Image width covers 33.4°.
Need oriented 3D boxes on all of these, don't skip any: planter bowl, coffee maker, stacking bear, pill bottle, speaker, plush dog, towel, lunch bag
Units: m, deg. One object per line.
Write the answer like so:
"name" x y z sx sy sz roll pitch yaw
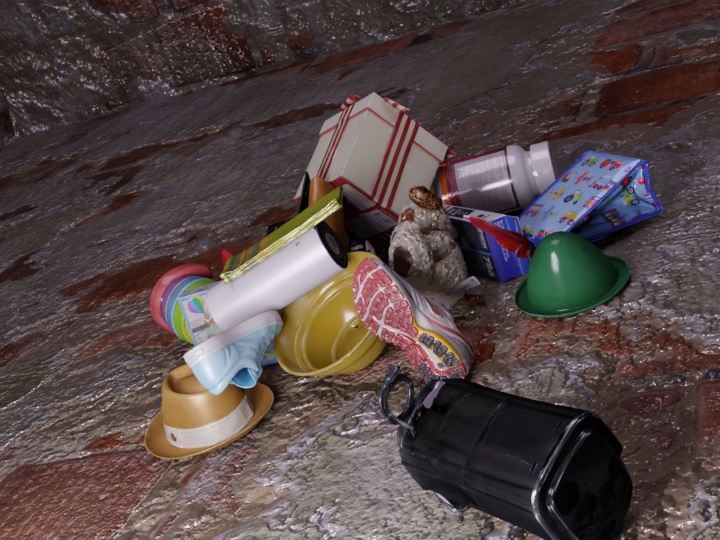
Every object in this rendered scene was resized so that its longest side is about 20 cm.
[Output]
"planter bowl" -0.019 0.079 1.661 0.199 0.083 0.202 -28 39 26
"coffee maker" 0.138 0.184 1.167 0.191 0.137 0.199 21 -8 -37
"stacking bear" -0.232 0.072 1.884 0.113 0.123 0.199 6 12 -46
"pill bottle" 0.227 -0.146 1.998 0.197 0.111 0.110 -14 21 14
"speaker" -0.119 0.012 1.682 0.199 0.082 0.081 -32 17 16
"plush dog" 0.097 -0.028 1.732 0.158 0.201 0.174 1 60 -14
"towel" -0.109 -0.053 1.665 0.199 0.018 0.086 -33 18 12
"lunch bag" 0.326 -0.090 1.810 0.199 0.095 0.150 -31 21 -16

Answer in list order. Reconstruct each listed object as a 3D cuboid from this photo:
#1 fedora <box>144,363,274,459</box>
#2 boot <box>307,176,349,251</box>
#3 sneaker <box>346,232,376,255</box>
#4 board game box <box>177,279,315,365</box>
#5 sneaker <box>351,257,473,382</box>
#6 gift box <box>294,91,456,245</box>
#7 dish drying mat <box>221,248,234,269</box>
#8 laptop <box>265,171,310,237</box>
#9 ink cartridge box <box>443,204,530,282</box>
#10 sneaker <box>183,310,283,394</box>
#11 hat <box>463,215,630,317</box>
"fedora" -0.217 0.177 1.641 0.198 0.083 0.201 -17 20 7
"boot" -0.068 -0.077 1.800 0.070 0.201 0.146 -11 67 14
"sneaker" 0.000 0.000 1.878 0.075 0.089 0.200 -21 22 -10
"board game box" -0.154 0.072 1.768 0.197 0.136 0.034 -15 15 12
"sneaker" 0.067 0.064 1.551 0.078 0.200 0.082 -42 -2 34
"gift box" 0.032 -0.169 1.946 0.199 0.184 0.189 -15 48 52
"dish drying mat" -0.161 0.040 1.865 0.018 0.078 0.200 -21 37 -26
"laptop" -0.130 -0.033 1.897 0.199 0.103 0.179 -15 55 43
"ink cartridge box" 0.175 -0.041 1.804 0.039 0.101 0.199 -30 22 -26
"sneaker" -0.159 0.116 1.606 0.074 0.083 0.199 -30 -2 34
"hat" 0.264 -0.048 1.627 0.164 0.178 0.200 -9 23 26
